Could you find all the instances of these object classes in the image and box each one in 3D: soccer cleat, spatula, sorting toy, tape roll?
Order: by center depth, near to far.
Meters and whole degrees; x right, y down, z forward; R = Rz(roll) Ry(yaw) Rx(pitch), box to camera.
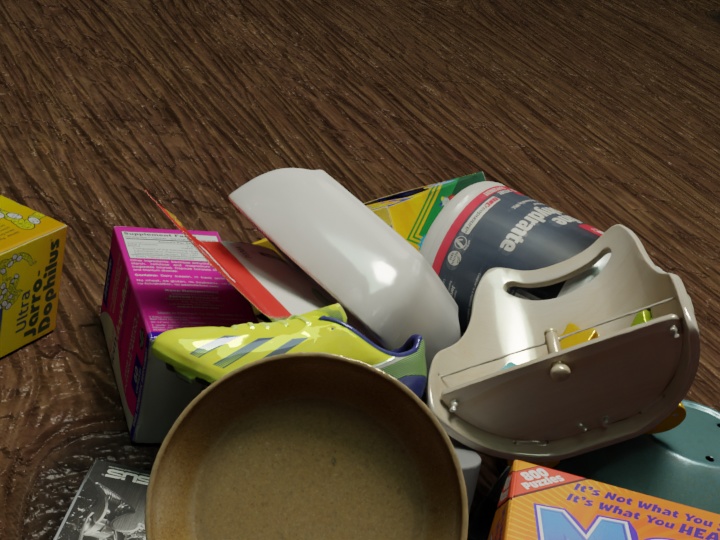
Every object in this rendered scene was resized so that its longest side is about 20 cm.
[{"bbox_3d":[-0.017,0.143,0.959,0.200,0.066,0.200,12,3,-1],"label":"tape roll"},{"bbox_3d":[-0.048,0.059,0.961,0.200,0.084,0.065,12,3,-12],"label":"soccer cleat"},{"bbox_3d":[0.158,0.043,1.020,0.200,0.107,0.180,-20,40,18],"label":"sorting toy"},{"bbox_3d":[0.116,0.180,1.100,0.057,0.021,0.200,42,34,2],"label":"spatula"}]

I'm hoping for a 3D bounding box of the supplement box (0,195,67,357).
[{"bbox_3d":[-0.373,-0.014,1.170,0.200,0.109,0.110,23,28,20],"label":"supplement box"}]

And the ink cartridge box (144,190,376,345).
[{"bbox_3d":[-0.067,0.011,1.050,0.200,0.050,0.161,49,-5,-35],"label":"ink cartridge box"}]

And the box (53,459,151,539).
[{"bbox_3d":[-0.109,0.211,0.907,0.200,0.048,0.158,13,25,1],"label":"box"}]

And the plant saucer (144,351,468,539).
[{"bbox_3d":[-0.033,0.152,0.836,0.200,0.200,0.035,15,-7,4],"label":"plant saucer"}]

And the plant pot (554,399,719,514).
[{"bbox_3d":[0.239,0.179,1.033,0.200,0.135,0.200,10,26,-5],"label":"plant pot"}]

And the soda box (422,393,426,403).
[{"bbox_3d":[0.147,0.106,1.219,0.200,0.064,0.068,4,27,-18],"label":"soda box"}]

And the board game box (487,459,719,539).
[{"bbox_3d":[0.150,0.264,0.747,0.200,0.200,0.200,14,26,5],"label":"board game box"}]

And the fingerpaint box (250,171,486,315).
[{"bbox_3d":[0.007,-0.028,1.300,0.200,0.073,0.167,-14,6,40],"label":"fingerpaint box"}]

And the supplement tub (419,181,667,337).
[{"bbox_3d":[0.160,0.019,1.165,0.200,0.140,0.140,28,30,30],"label":"supplement tub"}]

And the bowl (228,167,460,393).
[{"bbox_3d":[0.000,0.000,1.101,0.200,0.075,0.200,41,-5,29],"label":"bowl"}]

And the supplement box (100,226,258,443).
[{"bbox_3d":[-0.156,0.051,1.148,0.103,0.101,0.200,3,27,-20],"label":"supplement box"}]
